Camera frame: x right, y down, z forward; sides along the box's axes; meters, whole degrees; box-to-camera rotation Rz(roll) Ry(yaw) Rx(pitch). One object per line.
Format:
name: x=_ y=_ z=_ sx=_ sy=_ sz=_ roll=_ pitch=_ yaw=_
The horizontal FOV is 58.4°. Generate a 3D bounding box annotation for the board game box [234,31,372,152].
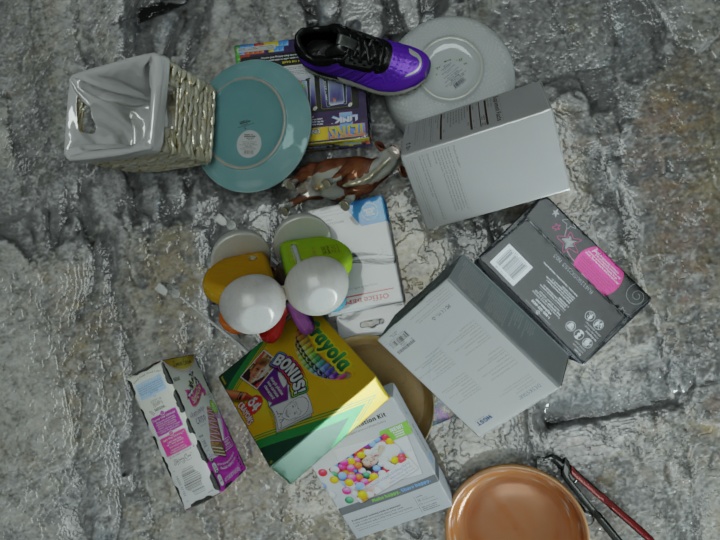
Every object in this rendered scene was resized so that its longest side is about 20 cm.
board game box: x=-0.086 y=-0.268 z=0.992 sx=0.199 sy=0.057 sz=0.166 roll=-4 pitch=88 yaw=6

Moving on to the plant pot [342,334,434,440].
plant pot: x=0.013 y=0.194 z=0.956 sx=0.199 sy=0.027 sz=0.201 roll=0 pitch=91 yaw=16

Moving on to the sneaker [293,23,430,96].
sneaker: x=-0.004 y=-0.299 z=0.898 sx=0.199 sy=0.100 sz=0.070 roll=12 pitch=87 yaw=14

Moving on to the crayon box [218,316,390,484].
crayon box: x=-0.083 y=0.160 z=0.889 sx=0.172 sy=0.058 sz=0.200 roll=-40 pitch=41 yaw=-7

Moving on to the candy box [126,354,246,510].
candy box: x=-0.248 y=0.227 z=0.940 sx=0.061 sy=0.136 sz=0.200 roll=-27 pitch=85 yaw=2

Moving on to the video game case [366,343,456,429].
video game case: x=0.126 y=0.147 z=0.965 sx=0.199 sy=0.018 sz=0.144 roll=-23 pitch=85 yaw=4

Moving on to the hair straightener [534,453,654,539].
hair straightener: x=0.321 y=0.344 z=0.922 sx=0.200 sy=0.041 sz=0.077 roll=43 pitch=91 yaw=7

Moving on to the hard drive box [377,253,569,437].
hard drive box: x=0.150 y=0.105 z=0.870 sx=0.200 sy=0.077 sz=0.156 roll=45 pitch=127 yaw=-2

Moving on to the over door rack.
over door rack: x=-0.178 y=0.027 z=0.970 sx=0.200 sy=0.067 sz=0.148 roll=39 pitch=91 yaw=-14

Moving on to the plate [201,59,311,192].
plate: x=-0.168 y=-0.216 z=0.955 sx=0.199 sy=0.026 sz=0.201 roll=-1 pitch=88 yaw=17

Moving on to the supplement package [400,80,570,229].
supplement package: x=0.170 y=-0.158 z=0.889 sx=0.199 sy=0.120 sz=0.122 roll=-14 pitch=120 yaw=16

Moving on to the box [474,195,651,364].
box: x=0.275 y=0.014 z=0.910 sx=0.132 sy=0.115 sz=0.200 roll=-44 pitch=82 yaw=3

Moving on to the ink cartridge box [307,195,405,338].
ink cartridge box: x=0.000 y=0.000 z=0.962 sx=0.115 sy=0.067 sz=0.201 roll=-12 pitch=86 yaw=5

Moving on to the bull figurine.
bull figurine: x=-0.028 y=-0.131 z=0.926 sx=0.200 sy=0.121 sz=0.065 roll=-6 pitch=113 yaw=40

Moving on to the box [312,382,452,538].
box: x=0.020 y=0.272 z=0.910 sx=0.156 sy=0.041 sz=0.200 roll=-23 pitch=108 yaw=12

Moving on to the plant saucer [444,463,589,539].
plant saucer: x=0.221 y=0.372 z=0.921 sx=0.199 sy=0.037 sz=0.201 roll=1 pitch=92 yaw=14

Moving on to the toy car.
toy car: x=-0.104 y=0.027 z=0.872 sx=0.199 sy=0.175 sz=0.150 roll=-16 pitch=126 yaw=-7

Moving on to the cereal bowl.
cereal bowl: x=0.132 y=-0.287 z=0.958 sx=0.199 sy=0.083 sz=0.201 roll=0 pitch=86 yaw=6

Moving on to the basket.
basket: x=-0.321 y=-0.221 z=0.948 sx=0.199 sy=0.123 sz=0.136 roll=1 pitch=86 yaw=32
